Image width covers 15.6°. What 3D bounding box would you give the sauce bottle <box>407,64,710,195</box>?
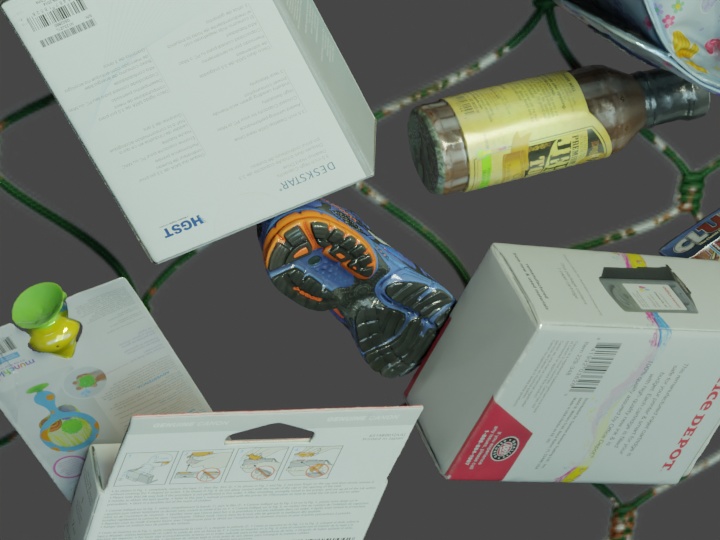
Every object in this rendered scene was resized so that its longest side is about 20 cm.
[{"bbox_3d":[0.133,-0.100,1.732,0.199,0.065,0.065,-14,115,-13],"label":"sauce bottle"}]

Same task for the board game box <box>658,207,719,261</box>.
[{"bbox_3d":[0.310,0.031,1.867,0.135,0.035,0.200,-33,118,-6],"label":"board game box"}]

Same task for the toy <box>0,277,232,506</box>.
[{"bbox_3d":[-0.167,0.072,1.686,0.115,0.047,0.200,-22,140,6],"label":"toy"}]

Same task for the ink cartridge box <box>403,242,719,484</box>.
[{"bbox_3d":[0.151,0.065,1.753,0.199,0.086,0.148,3,130,-35],"label":"ink cartridge box"}]

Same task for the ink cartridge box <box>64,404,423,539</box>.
[{"bbox_3d":[-0.078,0.129,1.711,0.199,0.045,0.177,0,139,-22],"label":"ink cartridge box"}]

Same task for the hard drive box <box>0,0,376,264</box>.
[{"bbox_3d":[-0.101,-0.125,1.599,0.155,0.077,0.201,-21,118,14],"label":"hard drive box"}]

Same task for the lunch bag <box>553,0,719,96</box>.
[{"bbox_3d":[0.179,-0.205,1.648,0.127,0.170,0.201,-29,118,-9],"label":"lunch bag"}]

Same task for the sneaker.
[{"bbox_3d":[0.000,0.000,1.719,0.075,0.079,0.200,-37,136,10],"label":"sneaker"}]
